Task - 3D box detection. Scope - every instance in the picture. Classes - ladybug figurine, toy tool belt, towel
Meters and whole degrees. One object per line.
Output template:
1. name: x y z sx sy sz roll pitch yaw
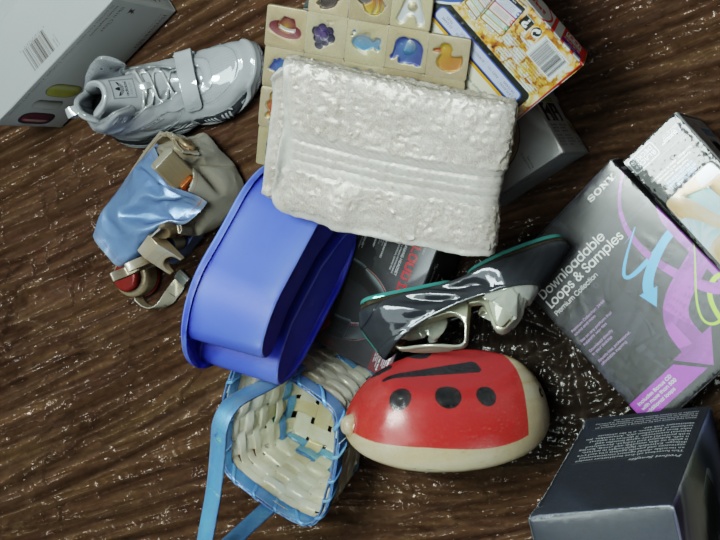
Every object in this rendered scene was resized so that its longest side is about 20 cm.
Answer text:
1. ladybug figurine: 0.078 0.119 1.138 0.136 0.199 0.072 -130 39 -54
2. toy tool belt: -0.216 -0.048 1.297 0.125 0.123 0.200 45 112 15
3. towel: 0.020 -0.091 1.014 0.199 0.035 0.133 12 115 10

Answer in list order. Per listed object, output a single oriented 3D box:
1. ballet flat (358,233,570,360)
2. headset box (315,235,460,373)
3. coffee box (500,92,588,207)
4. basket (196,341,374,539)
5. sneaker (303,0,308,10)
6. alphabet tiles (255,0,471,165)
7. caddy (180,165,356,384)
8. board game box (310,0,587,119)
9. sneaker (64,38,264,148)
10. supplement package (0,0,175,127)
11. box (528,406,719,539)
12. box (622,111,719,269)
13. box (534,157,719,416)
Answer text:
1. ballet flat: 0.097 0.031 1.125 0.199 0.073 0.074 -19 87 7
2. headset box: 0.000 0.000 1.223 0.199 0.075 0.149 28 106 21
3. coffee box: 0.102 -0.163 1.154 0.113 0.080 0.201 -32 81 26
4. basket: -0.080 0.165 1.200 0.138 0.200 0.177 24 119 20
5. sneaker: 0.010 -0.155 1.118 0.074 0.087 0.201 -3 111 24
6. alphabet tiles: -0.001 -0.134 1.024 0.165 0.006 0.201 11 114 10
7. caddy: -0.087 0.002 1.128 0.104 0.142 0.201 21 69 17
8. board game box: 0.057 -0.162 1.028 0.200 0.046 0.152 -39 98 24
9. sneaker: -0.197 -0.181 1.275 0.199 0.115 0.076 -20 78 27
10. supplement package: -0.325 -0.271 1.334 0.200 0.111 0.156 -39 78 24
11. box: 0.239 0.245 1.046 0.123 0.198 0.201 -10 103 26
12. box: 0.313 -0.035 1.046 0.060 0.116 0.200 -44 75 20
13. box: 0.244 0.021 1.129 0.200 0.036 0.143 48 113 15
